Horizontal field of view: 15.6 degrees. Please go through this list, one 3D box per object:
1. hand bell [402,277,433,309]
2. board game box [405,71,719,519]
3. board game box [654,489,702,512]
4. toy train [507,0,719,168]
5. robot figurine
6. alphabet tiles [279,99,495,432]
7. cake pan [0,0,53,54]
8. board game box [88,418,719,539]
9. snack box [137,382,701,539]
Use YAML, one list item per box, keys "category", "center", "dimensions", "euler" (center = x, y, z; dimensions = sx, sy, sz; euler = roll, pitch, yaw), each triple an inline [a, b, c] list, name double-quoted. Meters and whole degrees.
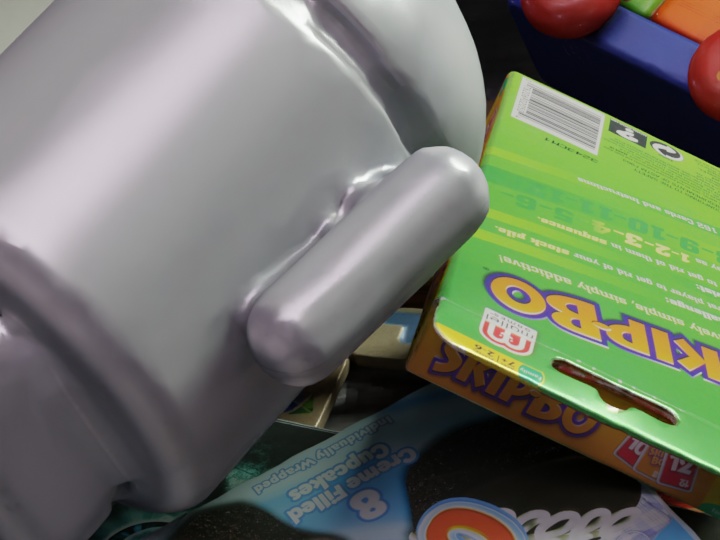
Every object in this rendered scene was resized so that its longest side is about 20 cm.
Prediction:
- category: "hand bell"
  center: [0.000, 0.000, 0.840]
  dimensions: [0.199, 0.105, 0.104]
  euler: [2, 42, 1]
- category: "board game box"
  center: [0.069, 0.005, 0.703]
  dimensions: [0.095, 0.030, 0.200]
  euler: [25, 21, -1]
- category: "board game box"
  center: [0.044, 0.144, 0.681]
  dimensions: [0.199, 0.056, 0.196]
  euler: [-2, 43, 14]
- category: "toy train"
  center: [0.156, -0.073, 0.851]
  dimensions: [0.200, 0.085, 0.116]
  euler: [30, 74, 34]
- category: "robot figurine"
  center: [-0.046, -0.020, 0.666]
  dimensions: [0.169, 0.113, 0.200]
  euler: [23, 62, 41]
- category: "alphabet tiles"
  center: [-0.007, 0.006, 0.889]
  dimensions: [0.166, 0.008, 0.200]
  euler: [5, 44, 21]
- category: "cake pan"
  center: [-0.061, -0.044, 0.792]
  dimensions: [0.199, 0.037, 0.201]
  euler: [9, 48, -10]
- category: "board game box"
  center: [-0.014, 0.100, 0.683]
  dimensions: [0.199, 0.028, 0.136]
  euler: [10, 47, 25]
- category: "snack box"
  center: [-0.015, 0.103, 0.628]
  dimensions: [0.199, 0.037, 0.116]
  euler: [-27, 44, -16]
